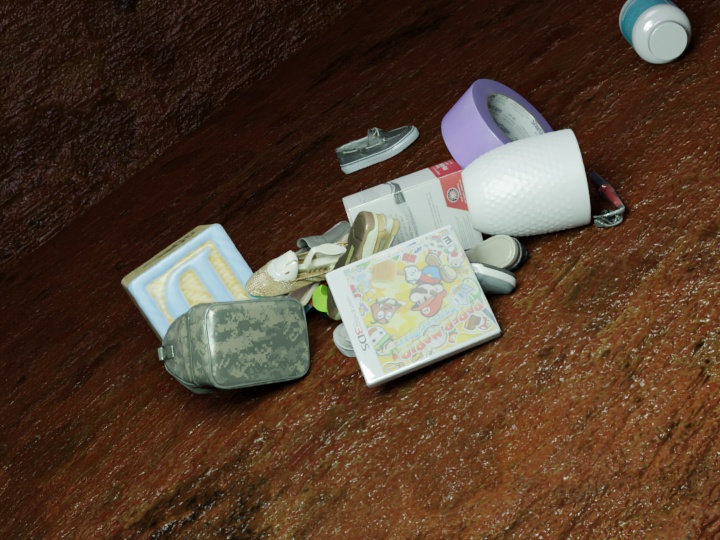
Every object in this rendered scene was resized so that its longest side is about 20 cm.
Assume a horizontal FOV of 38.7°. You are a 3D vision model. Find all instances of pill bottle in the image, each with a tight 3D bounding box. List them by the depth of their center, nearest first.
[{"bbox_3d":[0.567,-0.463,1.966,0.110,0.111,0.200,-25,22,14],"label":"pill bottle"}]

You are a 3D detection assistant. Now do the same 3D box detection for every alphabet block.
[{"bbox_3d":[-0.296,0.044,1.846,0.196,0.196,0.200,-34,9,-13],"label":"alphabet block"}]

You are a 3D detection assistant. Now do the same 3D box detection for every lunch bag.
[{"bbox_3d":[-0.198,0.116,1.619,0.199,0.141,0.167,-5,-1,-38],"label":"lunch bag"}]

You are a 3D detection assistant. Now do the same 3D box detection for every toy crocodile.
[{"bbox_3d":[0.008,0.045,1.634,0.199,0.067,0.062,-10,74,39],"label":"toy crocodile"}]

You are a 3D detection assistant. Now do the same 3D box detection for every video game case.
[{"bbox_3d":[0.071,0.047,1.443,0.199,0.023,0.183,-21,64,-2],"label":"video game case"}]

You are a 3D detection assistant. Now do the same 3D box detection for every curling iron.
[{"bbox_3d":[0.375,-0.117,1.591,0.049,0.026,0.200,-22,23,14],"label":"curling iron"}]

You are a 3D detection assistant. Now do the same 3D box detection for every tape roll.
[{"bbox_3d":[0.237,-0.217,1.712,0.085,0.200,0.200,-46,10,36],"label":"tape roll"}]

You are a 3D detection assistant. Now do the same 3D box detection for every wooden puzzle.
[{"bbox_3d":[-0.094,0.037,1.787,0.200,0.037,0.185,-53,8,-37],"label":"wooden puzzle"}]

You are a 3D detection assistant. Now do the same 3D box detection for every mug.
[{"bbox_3d":[0.251,-0.117,1.582,0.174,0.149,0.200,-12,-18,6],"label":"mug"}]

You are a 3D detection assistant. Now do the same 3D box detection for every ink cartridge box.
[{"bbox_3d":[0.085,-0.076,1.672,0.198,0.148,0.083,-19,21,-2],"label":"ink cartridge box"}]

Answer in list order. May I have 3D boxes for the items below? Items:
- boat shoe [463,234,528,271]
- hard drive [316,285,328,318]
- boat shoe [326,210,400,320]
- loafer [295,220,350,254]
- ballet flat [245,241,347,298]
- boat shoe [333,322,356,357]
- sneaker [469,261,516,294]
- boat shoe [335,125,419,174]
[{"bbox_3d":[0.171,-0.002,1.596,0.199,0.073,0.062,-21,-20,36],"label":"boat shoe"},{"bbox_3d":[0.000,0.000,1.816,0.139,0.033,0.200,-24,23,19],"label":"hard drive"},{"bbox_3d":[0.008,0.000,1.554,0.072,0.076,0.201,-108,33,-42],"label":"boat shoe"},{"bbox_3d":[-0.088,-0.037,1.956,0.070,0.070,0.200,-3,35,51],"label":"loafer"},{"bbox_3d":[-0.093,-0.010,1.666,0.199,0.066,0.071,-17,50,-22],"label":"ballet flat"},{"bbox_3d":[0.007,0.093,1.558,0.071,0.070,0.200,-37,21,-16],"label":"boat shoe"},{"bbox_3d":[0.126,0.050,1.493,0.198,0.122,0.084,4,-16,4],"label":"sneaker"},{"bbox_3d":[0.034,-0.288,2.329,0.199,0.071,0.072,-25,22,13],"label":"boat shoe"}]
